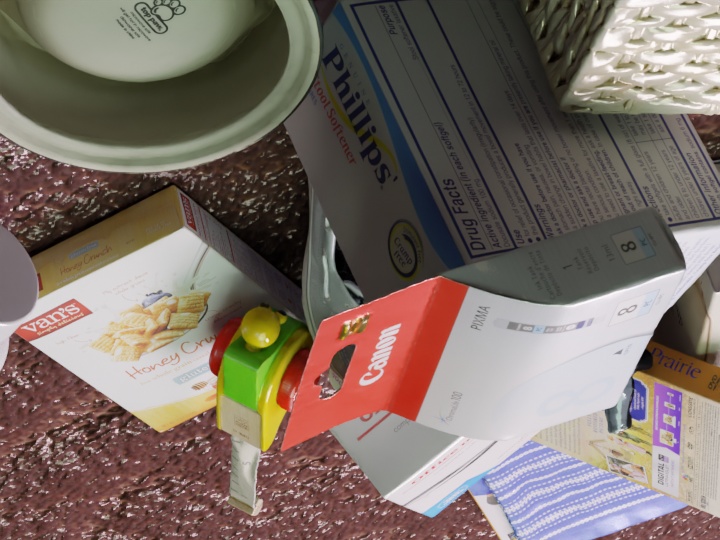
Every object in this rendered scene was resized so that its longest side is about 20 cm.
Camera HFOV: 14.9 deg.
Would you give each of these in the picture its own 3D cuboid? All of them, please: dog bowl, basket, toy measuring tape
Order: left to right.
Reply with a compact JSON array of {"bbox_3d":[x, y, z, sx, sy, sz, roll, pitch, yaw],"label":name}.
[{"bbox_3d":[-0.121,-0.143,1.471,0.199,0.074,0.201,-2,141,-2],"label":"dog bowl"},{"bbox_3d":[-0.061,0.082,1.803,0.073,0.074,0.201,-8,144,-8],"label":"toy measuring tape"},{"bbox_3d":[0.197,-0.169,1.525,0.199,0.124,0.136,-2,148,-19],"label":"basket"}]

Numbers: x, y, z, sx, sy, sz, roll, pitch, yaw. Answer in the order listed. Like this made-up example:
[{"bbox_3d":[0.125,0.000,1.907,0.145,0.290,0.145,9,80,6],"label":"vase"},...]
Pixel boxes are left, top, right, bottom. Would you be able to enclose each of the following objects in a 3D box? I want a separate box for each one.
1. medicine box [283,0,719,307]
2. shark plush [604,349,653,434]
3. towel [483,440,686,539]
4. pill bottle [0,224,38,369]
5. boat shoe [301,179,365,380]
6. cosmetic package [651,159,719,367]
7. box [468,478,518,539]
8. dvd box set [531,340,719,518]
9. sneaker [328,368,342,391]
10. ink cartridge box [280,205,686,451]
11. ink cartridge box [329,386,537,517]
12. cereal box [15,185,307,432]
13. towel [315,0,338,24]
[{"bbox_3d":[0.083,-0.062,1.562,0.199,0.183,0.103,-9,151,-32],"label":"medicine box"},{"bbox_3d":[0.146,0.007,1.783,0.083,0.091,0.201,-11,125,11],"label":"shark plush"},{"bbox_3d":[0.168,0.152,2.047,0.144,0.024,0.200,-20,147,7],"label":"towel"},{"bbox_3d":[-0.287,0.049,1.702,0.111,0.112,0.200,16,139,-38],"label":"pill bottle"},{"bbox_3d":[0.001,-0.001,1.705,0.070,0.072,0.202,-10,124,-8],"label":"boat shoe"},{"bbox_3d":[0.244,0.021,1.865,0.073,0.104,0.200,-9,147,-7],"label":"cosmetic package"},{"bbox_3d":[0.146,0.155,2.101,0.118,0.042,0.200,-19,146,9],"label":"box"},{"bbox_3d":[0.165,0.087,1.887,0.199,0.029,0.147,21,148,20],"label":"dvd box set"},{"bbox_3d":[0.031,0.041,1.814,0.100,0.075,0.200,-38,159,-29],"label":"sneaker"},{"bbox_3d":[0.064,0.048,1.482,0.199,0.047,0.160,-19,156,-20],"label":"ink cartridge box"},{"bbox_3d":[0.051,0.092,1.767,0.116,0.068,0.200,-40,165,4],"label":"ink cartridge box"},{"bbox_3d":[-0.127,0.029,1.797,0.143,0.040,0.200,-26,146,18],"label":"cereal box"},{"bbox_3d":[-0.048,-0.150,1.563,0.199,0.023,0.144,7,142,-29],"label":"towel"}]
